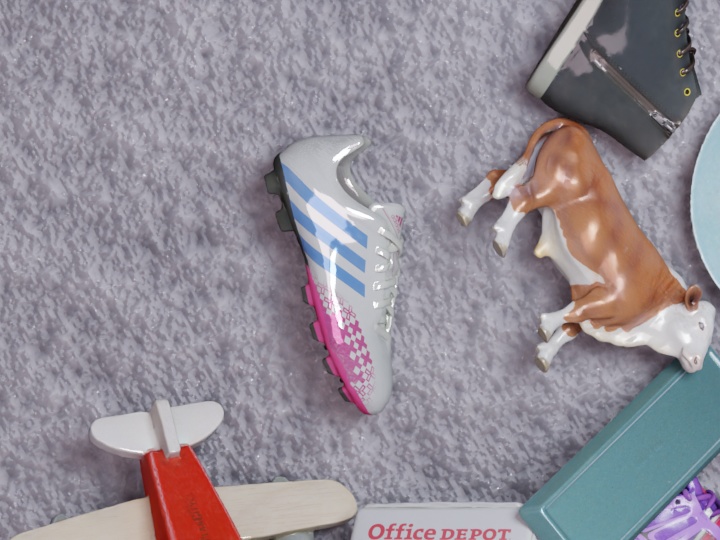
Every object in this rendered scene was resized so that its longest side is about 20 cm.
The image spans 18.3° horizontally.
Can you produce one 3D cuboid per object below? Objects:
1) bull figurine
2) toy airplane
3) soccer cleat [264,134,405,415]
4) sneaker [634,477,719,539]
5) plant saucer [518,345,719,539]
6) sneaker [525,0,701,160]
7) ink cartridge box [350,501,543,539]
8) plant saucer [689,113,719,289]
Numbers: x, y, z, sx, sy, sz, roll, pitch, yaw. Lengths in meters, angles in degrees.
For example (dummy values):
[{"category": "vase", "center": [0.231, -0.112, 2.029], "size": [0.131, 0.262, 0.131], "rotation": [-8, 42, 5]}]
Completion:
[{"category": "bull figurine", "center": [0.158, -0.004, 1.539], "size": [0.121, 0.065, 0.201], "rotation": [-29, 86, -16]}, {"category": "toy airplane", "center": [-0.126, 0.190, 1.565], "size": [0.199, 0.199, 0.142], "rotation": [21, 132, 13]}, {"category": "soccer cleat", "center": [0.000, 0.000, 1.563], "size": [0.086, 0.070, 0.201], "rotation": [-18, 94, 9]}, {"category": "sneaker", "center": [0.241, 0.189, 1.553], "size": [0.199, 0.081, 0.084], "rotation": [19, 93, 5]}, {"category": "plant saucer", "center": [0.195, 0.128, 1.521], "size": [0.200, 0.019, 0.070], "rotation": [-40, 91, -29]}, {"category": "sneaker", "center": [0.208, -0.180, 1.522], "size": [0.106, 0.075, 0.200], "rotation": [32, 108, -2]}, {"category": "ink cartridge box", "center": [0.056, 0.265, 1.513], "size": [0.145, 0.083, 0.201], "rotation": [-3, 59, 31]}, {"category": "plant saucer", "center": [0.326, -0.050, 1.534], "size": [0.200, 0.039, 0.202], "rotation": [1, 97, 6]}]
